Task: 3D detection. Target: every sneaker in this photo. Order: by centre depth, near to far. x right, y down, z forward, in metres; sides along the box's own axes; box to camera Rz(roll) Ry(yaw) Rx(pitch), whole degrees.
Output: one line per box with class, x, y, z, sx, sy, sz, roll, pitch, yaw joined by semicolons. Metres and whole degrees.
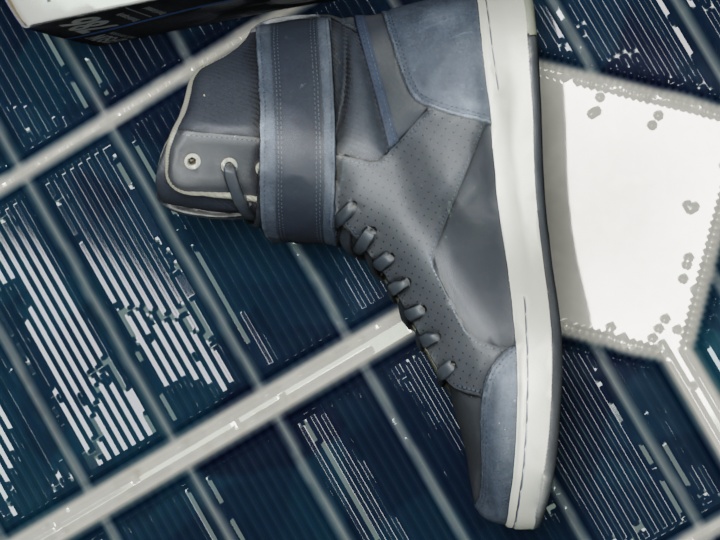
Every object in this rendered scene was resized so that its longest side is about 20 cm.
sneaker;0.000;0.000;0.918;0.146;0.077;0.203;-5;79;-1

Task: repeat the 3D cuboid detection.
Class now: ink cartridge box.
ink cartridge box;-0.059;-0.115;0.925;0.200;0.099;0.039;-9;90;10
